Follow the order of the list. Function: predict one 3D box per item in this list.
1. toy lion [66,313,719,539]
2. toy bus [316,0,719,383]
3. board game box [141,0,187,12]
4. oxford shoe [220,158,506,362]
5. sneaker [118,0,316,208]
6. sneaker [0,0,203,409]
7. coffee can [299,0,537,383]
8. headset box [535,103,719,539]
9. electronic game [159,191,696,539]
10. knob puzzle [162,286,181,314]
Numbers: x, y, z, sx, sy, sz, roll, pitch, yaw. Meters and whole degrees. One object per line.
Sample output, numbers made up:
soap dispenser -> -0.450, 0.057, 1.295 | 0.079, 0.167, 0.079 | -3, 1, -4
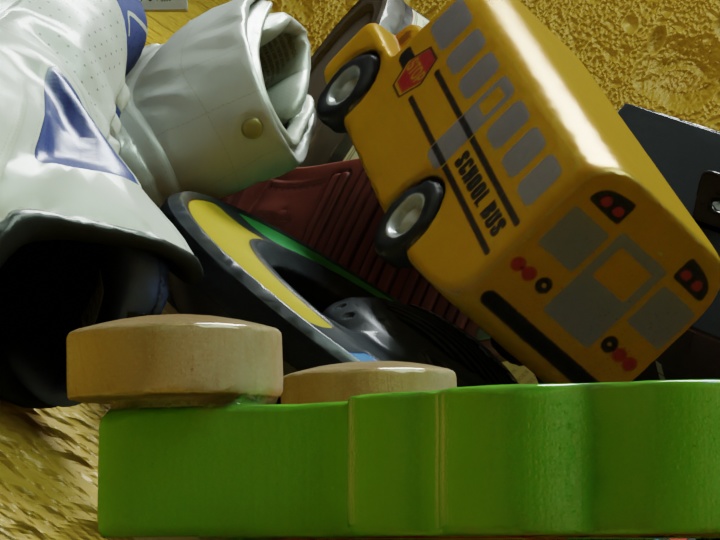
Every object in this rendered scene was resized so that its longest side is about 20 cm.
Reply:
toy lion -> 0.046, 0.045, 0.513 | 0.191, 0.069, 0.200 | -3, -7, 19
toy bus -> 0.045, -0.033, 0.769 | 0.065, 0.078, 0.200 | 39, 14, -25
board game box -> -0.147, -0.111, 0.861 | 0.134, 0.034, 0.200 | -2, 7, -14
oxford shoe -> 0.000, 0.000, 0.912 | 0.199, 0.071, 0.075 | 20, -16, 41
sneaker -> -0.070, -0.058, 0.858 | 0.200, 0.115, 0.074 | -114, 179, -69
sneaker -> -0.096, -0.021, 0.653 | 0.115, 0.080, 0.199 | 49, 18, -1
coffee can -> 0.051, -0.015, 1.091 | 0.200, 0.147, 0.146 | 33, 6, -12
headset box -> 0.158, 0.047, 0.896 | 0.174, 0.093, 0.200 | 22, -32, 42
electronic game -> 0.021, 0.036, 0.736 | 0.200, 0.042, 0.200 | 33, 5, -4
knob puzzle -> 0.031, 0.086, 0.745 | 0.219, 0.031, 0.220 | 34, 5, -4
